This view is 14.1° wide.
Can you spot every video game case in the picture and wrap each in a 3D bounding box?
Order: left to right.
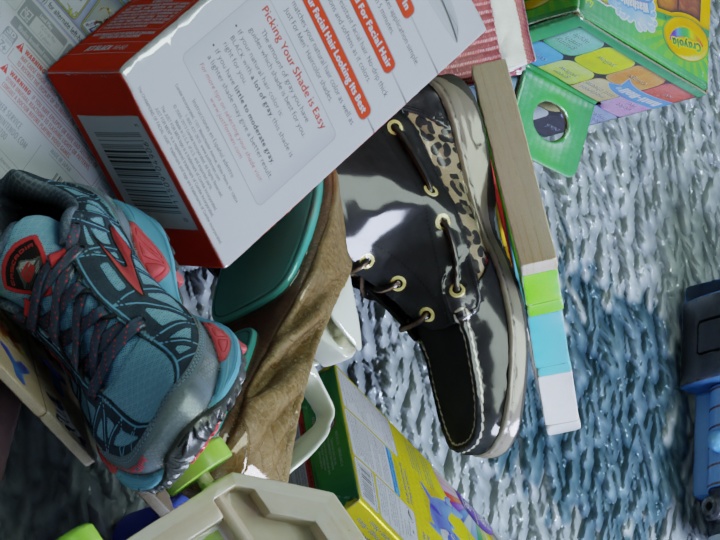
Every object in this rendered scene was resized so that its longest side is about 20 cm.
[{"bbox_3d":[-0.136,-0.117,1.350,0.200,0.045,0.182,49,63,-33],"label":"video game case"}]

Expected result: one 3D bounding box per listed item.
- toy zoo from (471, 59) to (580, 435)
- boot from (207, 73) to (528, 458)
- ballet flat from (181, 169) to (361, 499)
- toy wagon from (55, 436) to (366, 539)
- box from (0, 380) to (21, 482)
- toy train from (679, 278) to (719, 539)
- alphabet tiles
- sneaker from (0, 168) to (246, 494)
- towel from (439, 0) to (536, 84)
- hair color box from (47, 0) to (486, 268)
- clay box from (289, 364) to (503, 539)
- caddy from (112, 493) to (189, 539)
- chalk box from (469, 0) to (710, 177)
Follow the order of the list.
[{"bbox_3d":[0.091,-0.002,1.564,0.200,0.020,0.132,76,2,-56],"label":"toy zoo"},{"bbox_3d":[0.000,0.000,1.464,0.150,0.073,0.201,-3,81,-29],"label":"boot"},{"bbox_3d":[-0.035,0.038,1.352,0.072,0.068,0.200,44,40,-27],"label":"ballet flat"},{"bbox_3d":[-0.076,0.172,1.225,0.200,0.040,0.155,-33,83,-20],"label":"toy wagon"},{"bbox_3d":[-0.215,0.110,1.208,0.100,0.075,0.201,37,55,-38],"label":"box"},{"bbox_3d":[0.250,0.099,1.765,0.114,0.087,0.201,19,67,-36],"label":"toy train"},{"bbox_3d":[-0.150,0.023,1.280,0.200,0.008,0.167,49,7,-29],"label":"alphabet tiles"},{"bbox_3d":[-0.119,0.022,1.236,0.095,0.200,0.079,32,101,-32],"label":"sneaker"},{"bbox_3d":[-0.008,-0.160,1.521,0.199,0.023,0.145,-10,87,-30],"label":"towel"},{"bbox_3d":[-0.041,-0.104,1.366,0.200,0.064,0.111,-42,119,-30],"label":"hair color box"},{"bbox_3d":[0.034,0.151,1.478,0.200,0.048,0.115,49,16,-30],"label":"clay box"},{"bbox_3d":[-0.056,0.192,1.346,0.141,0.105,0.200,-47,115,-47],"label":"caddy"},{"bbox_3d":[0.116,-0.156,1.641,0.125,0.124,0.201,24,62,-43],"label":"chalk box"}]
